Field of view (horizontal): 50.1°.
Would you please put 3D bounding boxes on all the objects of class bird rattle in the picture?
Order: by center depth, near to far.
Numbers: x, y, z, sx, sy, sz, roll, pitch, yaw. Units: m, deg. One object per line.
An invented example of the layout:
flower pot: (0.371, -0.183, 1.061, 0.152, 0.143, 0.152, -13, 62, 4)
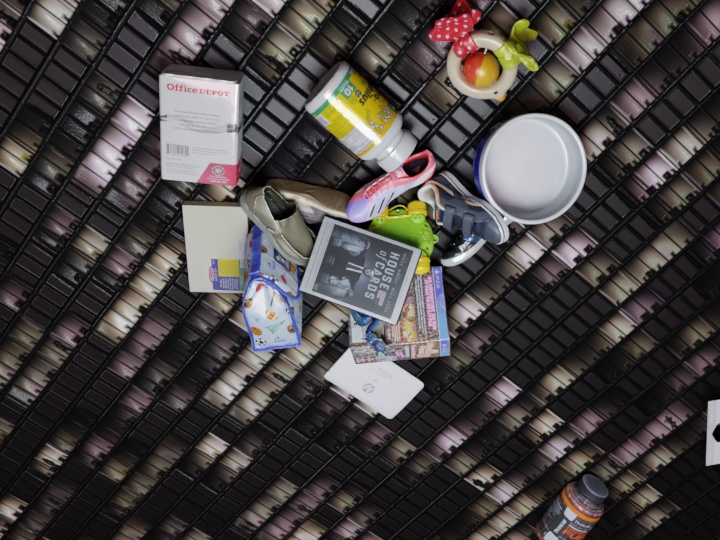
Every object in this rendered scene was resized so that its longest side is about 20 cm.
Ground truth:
bird rattle: (0.213, -0.377, 1.361, 0.198, 0.113, 0.164, 10, 135, -1)

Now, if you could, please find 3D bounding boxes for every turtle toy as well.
turtle toy: (0.056, -0.055, 1.525, 0.197, 0.101, 0.148, -3, 77, 3)

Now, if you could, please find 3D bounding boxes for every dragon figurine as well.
dragon figurine: (0.008, 0.068, 1.498, 0.099, 0.200, 0.059, -36, 156, -10)

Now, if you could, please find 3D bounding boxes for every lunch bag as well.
lunch bag: (-0.176, 0.030, 1.520, 0.122, 0.171, 0.201, -9, 132, 3)

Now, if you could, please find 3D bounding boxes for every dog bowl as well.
dog bowl: (0.313, -0.191, 1.436, 0.198, 0.079, 0.203, -1, 102, -6)

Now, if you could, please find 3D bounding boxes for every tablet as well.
tablet: (0.031, 0.250, 1.747, 0.199, 0.014, 0.130, 35, 114, -16)

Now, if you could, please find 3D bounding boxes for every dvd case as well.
dvd case: (0.000, 0.000, 1.455, 0.198, 0.025, 0.152, 19, 88, 10)

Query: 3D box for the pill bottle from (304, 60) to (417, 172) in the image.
pill bottle: (0.005, -0.275, 1.407, 0.200, 0.113, 0.113, 40, 112, -18)

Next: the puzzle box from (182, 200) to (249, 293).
puzzle box: (-0.293, -0.046, 1.585, 0.131, 0.026, 0.202, 2, 119, -1)

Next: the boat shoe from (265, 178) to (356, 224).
boat shoe: (-0.093, -0.126, 1.515, 0.198, 0.072, 0.065, 15, 128, 0)

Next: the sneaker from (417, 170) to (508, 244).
sneaker: (0.188, -0.105, 1.450, 0.079, 0.200, 0.079, -31, 143, -21)

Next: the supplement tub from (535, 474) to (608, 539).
supplement tub: (0.518, 0.589, 1.871, 0.106, 0.107, 0.201, 21, 117, -10)

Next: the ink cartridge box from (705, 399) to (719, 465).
ink cartridge box: (0.879, 0.353, 1.774, 0.171, 0.044, 0.202, -9, 118, 6)

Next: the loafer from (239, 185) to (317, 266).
loafer: (-0.142, -0.086, 1.466, 0.200, 0.076, 0.069, 42, 140, -22)

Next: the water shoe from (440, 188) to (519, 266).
water shoe: (0.225, -0.094, 1.531, 0.200, 0.072, 0.079, -40, 108, 9)

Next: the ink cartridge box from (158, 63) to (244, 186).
ink cartridge box: (-0.293, -0.270, 1.429, 0.143, 0.085, 0.202, 6, 119, -2)

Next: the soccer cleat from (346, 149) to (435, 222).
soccer cleat: (0.055, -0.163, 1.458, 0.199, 0.077, 0.067, -31, 74, -5)

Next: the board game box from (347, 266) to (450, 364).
board game box: (0.076, 0.092, 1.565, 0.197, 0.161, 0.097, -5, 154, 5)
